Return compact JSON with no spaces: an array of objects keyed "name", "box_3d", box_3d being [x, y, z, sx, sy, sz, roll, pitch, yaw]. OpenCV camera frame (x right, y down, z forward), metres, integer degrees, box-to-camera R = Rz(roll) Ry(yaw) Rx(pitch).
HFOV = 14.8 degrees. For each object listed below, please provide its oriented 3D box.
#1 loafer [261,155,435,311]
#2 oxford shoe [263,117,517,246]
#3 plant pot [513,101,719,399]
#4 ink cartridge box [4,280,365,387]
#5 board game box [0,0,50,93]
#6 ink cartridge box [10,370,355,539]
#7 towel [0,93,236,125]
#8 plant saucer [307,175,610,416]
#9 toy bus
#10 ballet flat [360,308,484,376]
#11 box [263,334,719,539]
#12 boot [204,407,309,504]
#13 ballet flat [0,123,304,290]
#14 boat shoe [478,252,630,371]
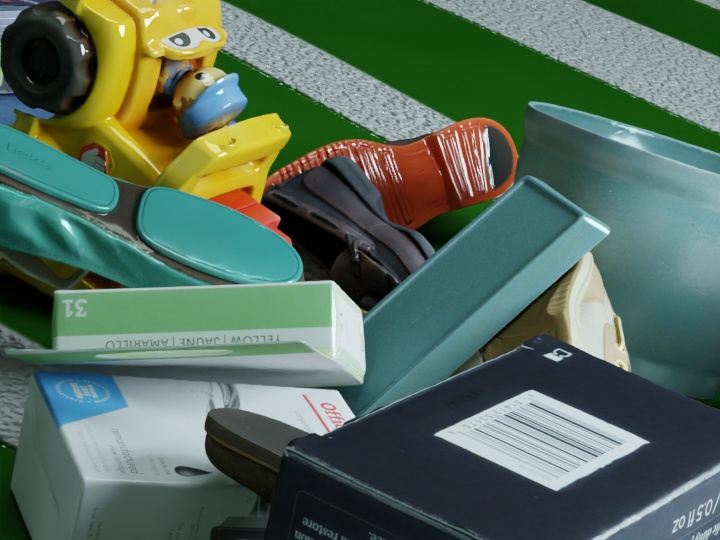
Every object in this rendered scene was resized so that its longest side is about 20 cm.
[{"name":"loafer","box_3d":[0.000,0.000,1.636,0.063,0.072,0.200,-16,35,-16]},{"name":"oxford shoe","box_3d":[0.007,-0.048,1.782,0.200,0.071,0.073,-12,-2,-35]},{"name":"plant pot","box_3d":[0.173,-0.005,1.622,0.200,0.134,0.200,18,7,-2]},{"name":"ink cartridge box","box_3d":[-0.082,0.029,1.362,0.145,0.048,0.200,-3,-10,7]},{"name":"board game box","box_3d":[-0.281,-0.153,1.785,0.165,0.057,0.200,-6,14,-34]},{"name":"ink cartridge box","box_3d":[-0.055,0.106,1.321,0.200,0.067,0.116,5,22,-22]},{"name":"towel","box_3d":[-0.169,-0.077,1.743,0.112,0.049,0.200,29,25,36]},{"name":"plant saucer","box_3d":[0.038,0.025,1.468,0.200,0.019,0.070,-42,41,-9]},{"name":"toy bus","box_3d":[-0.107,-0.058,1.541,0.192,0.200,0.136,32,28,24]},{"name":"ballet flat","box_3d":[0.072,0.054,1.535,0.200,0.063,0.069,7,22,-18]},{"name":"box","box_3d":[0.050,0.153,1.078,0.117,0.200,0.197,24,24,27]},{"name":"boot","box_3d":[0.006,0.132,1.229,0.200,0.076,0.074,32,15,6]},{"name":"ballet flat","box_3d":[-0.130,-0.015,1.465,0.200,0.070,0.067,22,37,-8]},{"name":"boat shoe","box_3d":[0.107,0.049,1.459,0.069,0.074,0.200,51,19,-14]}]
